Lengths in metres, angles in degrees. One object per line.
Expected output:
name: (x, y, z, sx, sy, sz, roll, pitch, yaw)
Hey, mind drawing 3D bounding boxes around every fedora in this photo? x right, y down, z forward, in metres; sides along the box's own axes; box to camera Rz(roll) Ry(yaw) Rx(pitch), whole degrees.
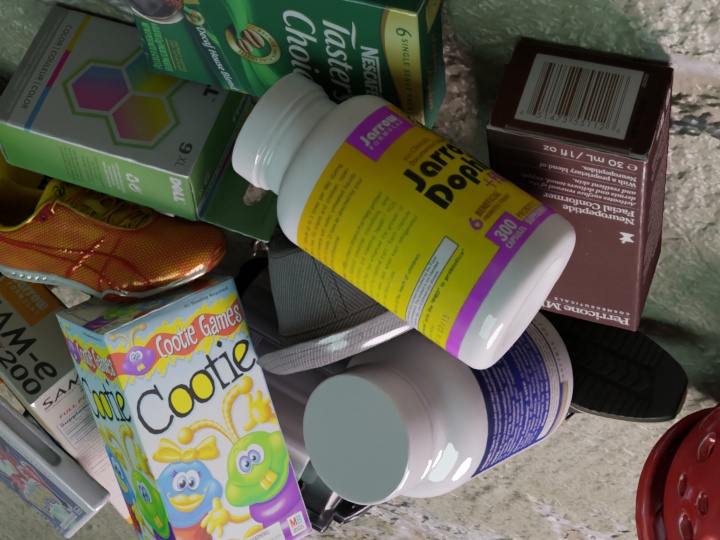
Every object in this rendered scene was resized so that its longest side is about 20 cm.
fedora: (0.000, 0.000, 0.975, 0.176, 0.200, 0.091, -21, 92, 23)

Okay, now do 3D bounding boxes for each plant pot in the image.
plant pot: (0.315, 0.176, 1.042, 0.200, 0.201, 0.182, 29, 160, -14)

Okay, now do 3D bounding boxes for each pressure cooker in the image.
pressure cooker: (-0.044, 0.107, 1.163, 0.199, 0.179, 0.177, 29, 122, 7)

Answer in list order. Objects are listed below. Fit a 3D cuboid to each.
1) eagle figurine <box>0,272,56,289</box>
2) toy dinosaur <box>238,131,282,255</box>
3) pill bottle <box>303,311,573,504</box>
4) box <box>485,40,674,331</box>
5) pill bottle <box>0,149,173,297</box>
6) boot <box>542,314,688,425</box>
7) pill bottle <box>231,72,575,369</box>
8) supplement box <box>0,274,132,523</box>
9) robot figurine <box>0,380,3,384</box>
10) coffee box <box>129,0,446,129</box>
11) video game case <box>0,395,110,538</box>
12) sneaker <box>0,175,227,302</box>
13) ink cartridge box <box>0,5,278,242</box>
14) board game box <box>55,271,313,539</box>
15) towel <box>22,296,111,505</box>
eagle figurine: (-0.352, -0.033, 1.251, 0.200, 0.151, 0.152, 44, 114, 21)
toy dinosaur: (-0.032, -0.036, 1.068, 0.199, 0.048, 0.088, 31, 134, -19)
pill bottle: (0.055, 0.094, 1.002, 0.119, 0.121, 0.200, 8, -165, 35)
box: (0.139, -0.049, 0.899, 0.100, 0.075, 0.200, 13, 152, 17)
pill bottle: (-0.251, -0.064, 1.104, 0.199, 0.113, 0.112, 28, 151, -12)
boot: (0.177, 0.094, 1.132, 0.199, 0.078, 0.138, 19, 159, 34)
pill bottle: (0.022, -0.036, 0.848, 0.199, 0.104, 0.104, 34, 154, 13)
supplement box: (-0.229, 0.102, 1.138, 0.126, 0.073, 0.200, 38, 162, 36)
robot figurine: (-0.345, 0.033, 1.162, 0.144, 0.058, 0.200, 7, 146, 11)
coffee box: (-0.047, -0.154, 0.875, 0.199, 0.044, 0.123, 15, 151, 13)
video game case: (-0.292, 0.145, 1.162, 0.182, 0.023, 0.200, 42, 157, -2)
sneaker: (-0.187, -0.027, 0.989, 0.199, 0.073, 0.078, 5, 126, 22)
ink cartridge box: (-0.138, -0.102, 0.968, 0.199, 0.104, 0.059, 17, 153, 9)
board game box: (-0.126, 0.109, 1.014, 0.105, 0.103, 0.201, 12, 122, 59)
towel: (-0.213, 0.105, 1.288, 0.146, 0.201, 0.022, 36, 165, -25)
